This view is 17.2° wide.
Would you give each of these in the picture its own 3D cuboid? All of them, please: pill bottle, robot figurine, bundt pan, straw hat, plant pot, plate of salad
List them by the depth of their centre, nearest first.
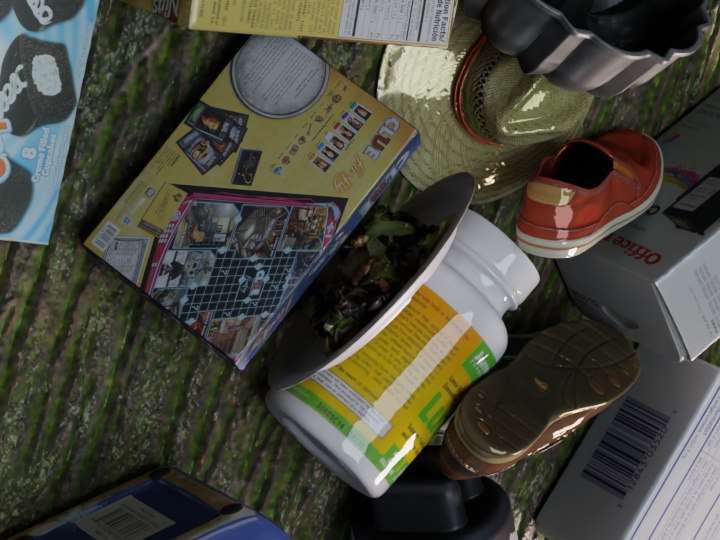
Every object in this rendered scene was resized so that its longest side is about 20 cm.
[{"bbox_3d":[-0.137,0.251,1.618,0.200,0.200,0.180,-24,110,-23],"label":"plant pot"},{"bbox_3d":[0.000,0.000,1.625,0.048,0.200,0.200,44,79,-13],"label":"plate of salad"},{"bbox_3d":[0.143,-0.202,1.661,0.201,0.202,0.076,8,140,-34],"label":"bundt pan"},{"bbox_3d":[0.035,0.055,1.707,0.200,0.111,0.111,-49,124,-10],"label":"pill bottle"},{"bbox_3d":[0.118,-0.133,1.714,0.200,0.085,0.202,-11,112,-30],"label":"straw hat"},{"bbox_3d":[0.064,0.229,1.774,0.150,0.125,0.201,-24,117,-25],"label":"robot figurine"}]

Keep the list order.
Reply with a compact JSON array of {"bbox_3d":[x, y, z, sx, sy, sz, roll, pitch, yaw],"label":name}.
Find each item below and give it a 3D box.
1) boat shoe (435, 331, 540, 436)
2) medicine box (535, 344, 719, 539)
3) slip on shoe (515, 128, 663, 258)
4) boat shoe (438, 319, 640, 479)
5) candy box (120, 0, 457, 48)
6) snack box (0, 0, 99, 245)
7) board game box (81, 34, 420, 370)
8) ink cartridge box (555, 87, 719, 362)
[{"bbox_3d":[0.114,0.088,1.799,0.199,0.062,0.073,-11,112,-29],"label":"boat shoe"},{"bbox_3d":[0.273,0.182,1.906,0.200,0.103,0.183,32,87,-36],"label":"medicine box"},{"bbox_3d":[0.171,-0.069,1.737,0.200,0.074,0.061,-36,134,-55],"label":"slip on shoe"},{"bbox_3d":[0.127,0.095,1.742,0.200,0.072,0.068,-27,164,-43],"label":"boat shoe"},{"bbox_3d":[-0.049,-0.189,1.572,0.199,0.117,0.057,2,105,-34],"label":"candy box"},{"bbox_3d":[-0.237,-0.121,1.522,0.116,0.037,0.201,6,102,-33],"label":"snack box"},{"bbox_3d":[-0.072,-0.052,1.600,0.200,0.135,0.035,-51,169,-7],"label":"board game box"},{"bbox_3d":[0.262,-0.038,1.800,0.200,0.146,0.083,-38,123,-17],"label":"ink cartridge box"}]
